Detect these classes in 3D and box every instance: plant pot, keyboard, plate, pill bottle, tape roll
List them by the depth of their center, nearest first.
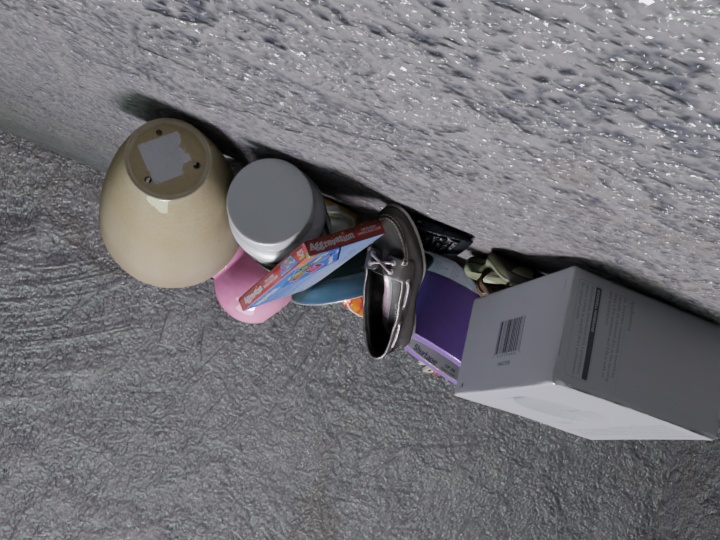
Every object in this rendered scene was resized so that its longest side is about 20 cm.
[{"bbox_3d":[-0.223,-0.094,0.931,0.185,0.189,0.200,22,163,-5],"label":"plant pot"},{"bbox_3d":[-0.094,-0.060,0.938,0.112,0.114,0.200,21,173,4],"label":"pill bottle"},{"bbox_3d":[0.077,-0.031,0.981,0.103,0.040,0.200,21,176,3],"label":"keyboard"},{"bbox_3d":[0.130,0.090,1.059,0.199,0.086,0.200,32,169,7],"label":"tape roll"},{"bbox_3d":[0.000,0.000,1.063,0.197,0.026,0.200,-15,-169,3],"label":"plate"}]

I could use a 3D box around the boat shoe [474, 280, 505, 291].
[{"bbox_3d":[0.222,0.055,1.242,0.198,0.073,0.067,17,173,-22],"label":"boat shoe"}]

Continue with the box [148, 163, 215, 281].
[{"bbox_3d":[-0.227,-0.075,1.193,0.198,0.166,0.086,22,176,-25],"label":"box"}]

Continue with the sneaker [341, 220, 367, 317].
[{"bbox_3d":[0.002,0.006,1.211,0.076,0.074,0.201,3,141,27],"label":"sneaker"}]

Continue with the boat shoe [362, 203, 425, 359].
[{"bbox_3d":[0.034,0.021,0.918,0.066,0.057,0.202,25,135,30],"label":"boat shoe"}]

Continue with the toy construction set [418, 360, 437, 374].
[{"bbox_3d":[0.123,0.078,1.387,0.130,0.203,0.092,-24,162,32],"label":"toy construction set"}]

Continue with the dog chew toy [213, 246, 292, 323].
[{"bbox_3d":[-0.174,-0.026,1.114,0.201,0.124,0.125,54,174,-5],"label":"dog chew toy"}]

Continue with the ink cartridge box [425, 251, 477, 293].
[{"bbox_3d":[0.142,0.060,1.190,0.198,0.048,0.161,22,140,7],"label":"ink cartridge box"}]

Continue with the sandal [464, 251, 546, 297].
[{"bbox_3d":[0.174,0.018,0.968,0.079,0.058,0.201,22,177,-4],"label":"sandal"}]

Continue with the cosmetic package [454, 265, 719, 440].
[{"bbox_3d":[0.242,0.099,0.855,0.198,0.125,0.199,21,162,-17],"label":"cosmetic package"}]

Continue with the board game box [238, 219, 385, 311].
[{"bbox_3d":[-0.062,-0.003,0.915,0.102,0.020,0.200,-20,172,-34],"label":"board game box"}]

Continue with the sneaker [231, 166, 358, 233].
[{"bbox_3d":[-0.105,-0.074,1.077,0.198,0.089,0.076,23,179,-2],"label":"sneaker"}]
